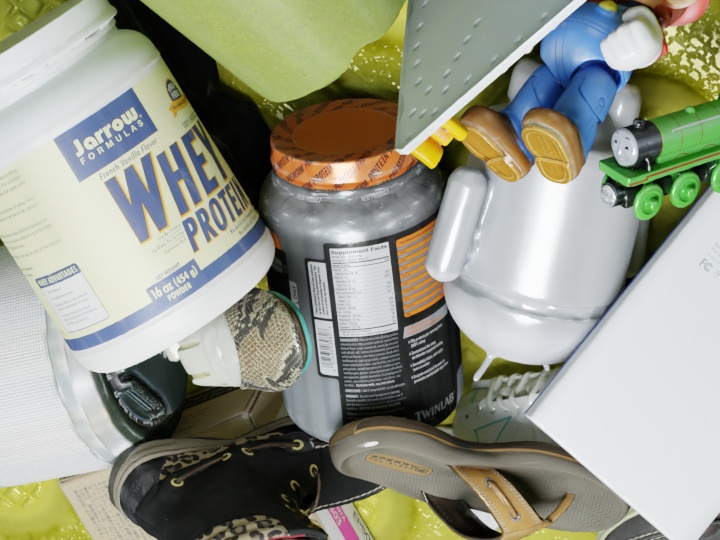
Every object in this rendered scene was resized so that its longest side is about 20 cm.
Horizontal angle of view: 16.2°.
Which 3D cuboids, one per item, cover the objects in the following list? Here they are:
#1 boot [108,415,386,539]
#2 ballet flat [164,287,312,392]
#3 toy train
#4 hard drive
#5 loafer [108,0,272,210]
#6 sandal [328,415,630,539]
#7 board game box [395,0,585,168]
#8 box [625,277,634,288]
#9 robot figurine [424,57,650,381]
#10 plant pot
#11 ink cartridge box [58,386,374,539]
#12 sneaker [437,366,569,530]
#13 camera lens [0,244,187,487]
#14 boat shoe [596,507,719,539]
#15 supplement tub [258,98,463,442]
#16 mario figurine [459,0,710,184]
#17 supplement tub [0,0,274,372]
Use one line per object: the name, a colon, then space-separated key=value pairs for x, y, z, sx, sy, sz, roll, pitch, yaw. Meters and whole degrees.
boot: x=-0.047 y=0.156 z=1.616 sx=0.198 sy=0.151 sz=0.074 roll=-2 pitch=113 yaw=-23
ballet flat: x=-0.085 y=0.043 z=1.584 sx=0.075 sy=0.200 sz=0.068 roll=-15 pitch=100 yaw=-12
toy train: x=0.221 y=-0.081 z=1.493 sx=0.042 sy=0.199 sz=0.057 roll=35 pitch=133 yaw=45
hard drive: x=0.212 y=0.052 z=1.543 sx=0.132 sy=0.025 sz=0.200 roll=40 pitch=88 yaw=-11
loafer: x=-0.127 y=-0.116 z=1.625 sx=0.072 sy=0.073 sz=0.201 roll=-19 pitch=110 yaw=29
sandal: x=0.075 y=0.141 z=1.603 sx=0.199 sy=0.055 sz=0.082 roll=16 pitch=144 yaw=-17
board game box: x=0.100 y=-0.176 z=1.455 sx=0.026 sy=0.201 sz=0.200 roll=37 pitch=122 yaw=-22
box: x=0.266 y=0.041 z=1.620 sx=0.199 sy=0.036 sz=0.143 roll=-23 pitch=109 yaw=27
robot figurine: x=0.115 y=-0.028 z=1.565 sx=0.169 sy=0.113 sz=0.202 roll=1 pitch=109 yaw=-33
plant pot: x=-0.071 y=-0.206 z=1.506 sx=0.199 sy=0.201 sz=0.190 roll=-28 pitch=119 yaw=27
ink cartridge box: x=-0.090 y=0.186 z=1.777 sx=0.164 sy=0.075 sz=0.201 roll=-20 pitch=110 yaw=23
sneaker: x=0.105 y=0.101 z=1.666 sx=0.080 sy=0.070 sz=0.200 roll=43 pitch=134 yaw=1
camera lens: x=-0.227 y=0.062 z=1.697 sx=0.199 sy=0.160 sz=0.161 roll=-12 pitch=114 yaw=21
boat shoe: x=0.250 y=0.178 z=1.672 sx=0.199 sy=0.066 sz=0.072 roll=-16 pitch=138 yaw=21
supplement tub: x=0.000 y=0.000 z=1.621 sx=0.122 sy=0.123 sz=0.201 roll=2 pitch=118 yaw=15
mario figurine: x=0.128 y=-0.151 z=1.467 sx=0.123 sy=0.201 sz=0.106 roll=26 pitch=152 yaw=17
supplement tub: x=-0.158 y=-0.055 z=1.542 sx=0.144 sy=0.145 sz=0.201 roll=-26 pitch=103 yaw=26
